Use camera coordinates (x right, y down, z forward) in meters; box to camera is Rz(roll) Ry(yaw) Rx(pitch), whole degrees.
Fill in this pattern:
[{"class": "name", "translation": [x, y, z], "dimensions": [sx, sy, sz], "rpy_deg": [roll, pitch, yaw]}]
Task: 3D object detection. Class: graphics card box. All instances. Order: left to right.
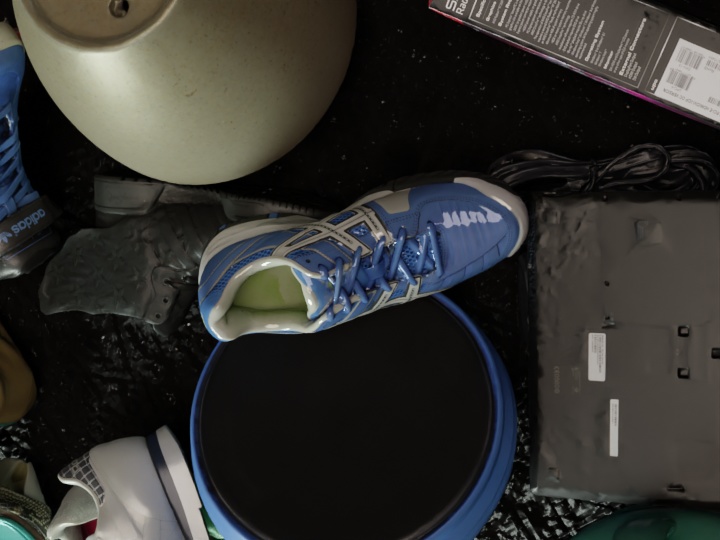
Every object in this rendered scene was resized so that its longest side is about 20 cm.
[{"class": "graphics card box", "translation": [0.141, -0.126, 0.664], "dimensions": [0.199, 0.125, 0.051], "rpy_deg": [23, 102, 7]}]

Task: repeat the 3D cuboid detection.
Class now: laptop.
[{"class": "laptop", "translation": [0.205, 0.040, 0.704], "dimensions": [0.199, 0.103, 0.178], "rpy_deg": [0, 95, 22]}]

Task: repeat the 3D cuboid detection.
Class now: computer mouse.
[{"class": "computer mouse", "translation": [0.147, 0.025, 0.734], "dimensions": [0.138, 0.053, 0.201], "rpy_deg": [-3, 94, 1]}]

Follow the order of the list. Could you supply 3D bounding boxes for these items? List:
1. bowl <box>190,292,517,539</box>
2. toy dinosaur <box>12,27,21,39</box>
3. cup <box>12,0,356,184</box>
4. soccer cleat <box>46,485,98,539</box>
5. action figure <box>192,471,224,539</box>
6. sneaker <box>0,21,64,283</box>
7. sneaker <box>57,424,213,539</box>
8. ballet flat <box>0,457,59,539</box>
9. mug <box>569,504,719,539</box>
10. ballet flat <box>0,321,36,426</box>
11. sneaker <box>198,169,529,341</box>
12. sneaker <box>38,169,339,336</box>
[{"class": "bowl", "translation": [-0.007, 0.090, 0.725], "dimensions": [0.200, 0.039, 0.201], "rpy_deg": [-4, 63, 8]}, {"class": "toy dinosaur", "translation": [-0.323, -0.093, 0.786], "dimensions": [0.199, 0.105, 0.182], "rpy_deg": [18, 106, 7]}, {"class": "cup", "translation": [-0.115, -0.156, 0.684], "dimensions": [0.199, 0.143, 0.201], "rpy_deg": [-1, 88, 14]}, {"class": "soccer cleat", "translation": [-0.141, 0.231, 0.819], "dimensions": [0.070, 0.086, 0.200], "rpy_deg": [-37, 92, 17]}, {"class": "action figure", "translation": [-0.049, 0.176, 0.805], "dimensions": [0.199, 0.055, 0.119], "rpy_deg": [15, 105, 16]}, {"class": "sneaker", "translation": [-0.221, -0.059, 0.748], "dimensions": [0.111, 0.077, 0.200], "rpy_deg": [49, 140, 3]}, {"class": "sneaker", "translation": [-0.123, 0.201, 0.759], "dimensions": [0.080, 0.076, 0.201], "rpy_deg": [-18, 78, -11]}, {"class": "ballet flat", "translation": [-0.260, 0.146, 0.817], "dimensions": [0.068, 0.076, 0.200], "rpy_deg": [-12, 143, 26]}, {"class": "mug", "translation": [0.187, 0.196, 0.697], "dimensions": [0.151, 0.115, 0.185], "rpy_deg": [10, 145, -6]}, {"class": "ballet flat", "translation": [-0.290, 0.020, 0.821], "dimensions": [0.069, 0.063, 0.200], "rpy_deg": [-36, 92, 16]}, {"class": "sneaker", "translation": [0.000, 0.000, 0.693], "dimensions": [0.199, 0.077, 0.076], "rpy_deg": [-16, 116, 13]}, {"class": "sneaker", "translation": [-0.111, -0.006, 0.781], "dimensions": [0.199, 0.060, 0.105], "rpy_deg": [9, 102, 16]}]
